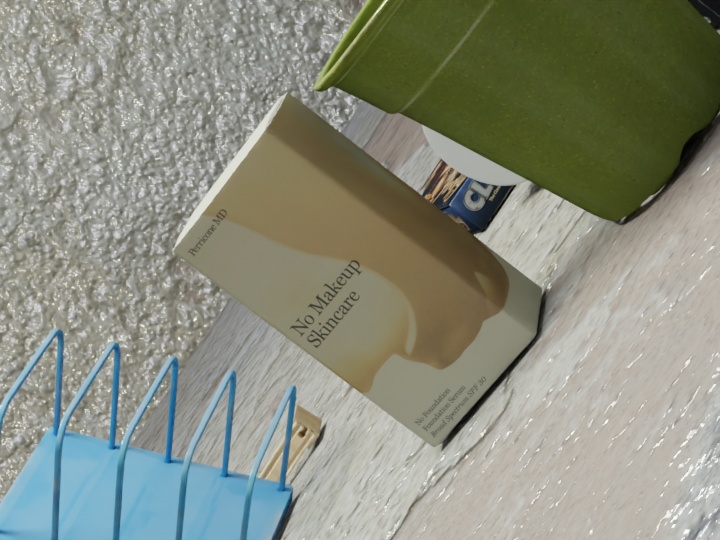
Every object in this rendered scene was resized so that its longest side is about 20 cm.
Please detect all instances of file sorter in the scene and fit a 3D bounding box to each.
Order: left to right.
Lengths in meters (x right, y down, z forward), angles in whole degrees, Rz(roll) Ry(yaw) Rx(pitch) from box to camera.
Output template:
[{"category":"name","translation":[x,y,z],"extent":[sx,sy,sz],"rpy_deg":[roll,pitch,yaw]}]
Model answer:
[{"category":"file sorter","translation":[-0.157,0.138,1.356],"extent":[0.139,0.199,0.123],"rpy_deg":[-65,-14,-58]}]

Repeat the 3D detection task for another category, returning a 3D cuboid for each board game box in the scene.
[{"category":"board game box","translation":[0.099,-0.089,1.535],"extent":[0.136,0.035,0.200],"rpy_deg":[-55,7,-10]}]

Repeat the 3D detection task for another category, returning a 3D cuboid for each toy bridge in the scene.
[{"category":"toy bridge","translation":[-0.100,0.202,1.512],"extent":[0.200,0.027,0.067],"rpy_deg":[-53,9,16]}]

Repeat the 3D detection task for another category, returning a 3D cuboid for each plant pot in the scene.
[{"category":"plant pot","translation":[0.105,-0.129,1.063],"extent":[0.200,0.190,0.200],"rpy_deg":[-52,7,9]}]

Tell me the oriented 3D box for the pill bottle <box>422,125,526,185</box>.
[{"category":"pill bottle","translation":[0.128,-0.164,1.378],"extent":[0.114,0.114,0.200],"rpy_deg":[-44,13,54]}]

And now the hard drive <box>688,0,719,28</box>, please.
[{"category":"hard drive","translation":[0.227,-0.204,1.237],"extent":[0.140,0.038,0.200],"rpy_deg":[-57,8,-18]}]

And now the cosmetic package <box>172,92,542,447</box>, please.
[{"category":"cosmetic package","translation":[0.000,0.000,1.106],"extent":[0.105,0.200,0.071],"rpy_deg":[-51,8,23]}]
